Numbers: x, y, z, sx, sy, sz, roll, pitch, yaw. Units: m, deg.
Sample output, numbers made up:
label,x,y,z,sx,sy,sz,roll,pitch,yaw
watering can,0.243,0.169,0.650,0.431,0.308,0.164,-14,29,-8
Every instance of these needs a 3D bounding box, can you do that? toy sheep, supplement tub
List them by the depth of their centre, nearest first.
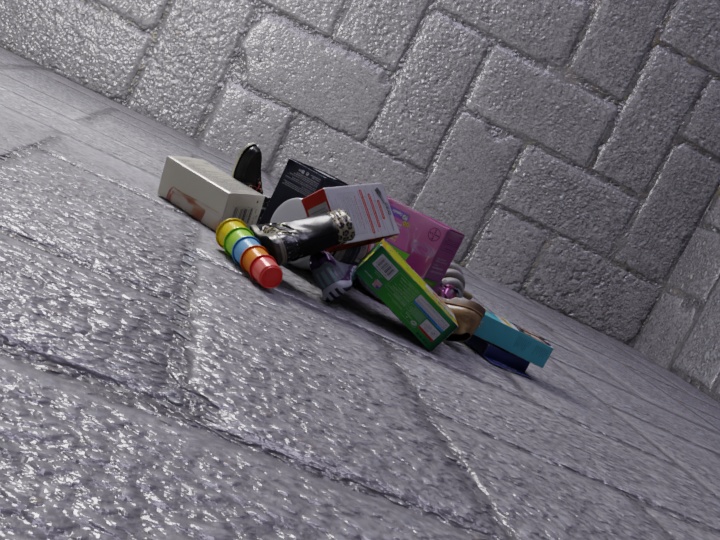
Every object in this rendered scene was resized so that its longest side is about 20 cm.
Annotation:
label,x,y,z,sx,sy,sz,roll,pitch,yaw
supplement tub,-0.076,-0.064,1.691,0.140,0.141,0.200,31,8,32
toy sheep,0.190,0.035,2.006,0.138,0.138,0.200,21,25,-37

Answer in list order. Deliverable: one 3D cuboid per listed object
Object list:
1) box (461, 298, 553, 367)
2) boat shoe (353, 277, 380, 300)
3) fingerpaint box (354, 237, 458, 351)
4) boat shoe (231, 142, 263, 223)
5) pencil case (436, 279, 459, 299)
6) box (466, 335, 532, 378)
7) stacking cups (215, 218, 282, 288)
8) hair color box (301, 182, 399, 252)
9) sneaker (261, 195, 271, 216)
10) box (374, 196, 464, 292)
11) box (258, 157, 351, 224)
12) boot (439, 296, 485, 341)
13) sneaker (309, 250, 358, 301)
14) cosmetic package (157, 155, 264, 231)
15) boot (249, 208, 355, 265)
label,x,y,z,sx,sy,sz,roll,pitch,yaw
box,0.293,0.128,1.744,0.200,0.049,0.082,26,8,-9
boat shoe,0.000,0.000,1.803,0.069,0.057,0.200,-22,59,-37
fingerpaint box,0.083,0.041,1.553,0.200,0.073,0.167,47,7,-3
boat shoe,-0.229,-0.171,1.749,0.063,0.202,0.074,36,41,24
pencil case,0.122,0.033,1.920,0.200,0.087,0.083,28,3,29
box,0.274,0.160,1.781,0.121,0.032,0.200,23,9,-29
stacking cups,-0.177,-0.027,1.393,0.060,0.061,0.200,21,10,-36
hair color box,-0.016,-0.101,1.605,0.064,0.111,0.200,-22,-5,36
sneaker,-0.266,-0.151,1.925,0.200,0.077,0.085,22,3,-35
box,0.096,-0.033,1.841,0.176,0.200,0.097,31,9,28
box,-0.115,-0.131,1.870,0.104,0.182,0.200,30,8,20
boot,0.149,0.093,1.686,0.200,0.076,0.074,7,-27,43
sneaker,-0.052,-0.008,1.530,0.088,0.074,0.200,58,4,-7
cosmetic package,-0.300,-0.151,1.685,0.200,0.087,0.103,32,20,34
boot,-0.106,-0.060,1.478,0.153,0.074,0.204,-19,13,-16
